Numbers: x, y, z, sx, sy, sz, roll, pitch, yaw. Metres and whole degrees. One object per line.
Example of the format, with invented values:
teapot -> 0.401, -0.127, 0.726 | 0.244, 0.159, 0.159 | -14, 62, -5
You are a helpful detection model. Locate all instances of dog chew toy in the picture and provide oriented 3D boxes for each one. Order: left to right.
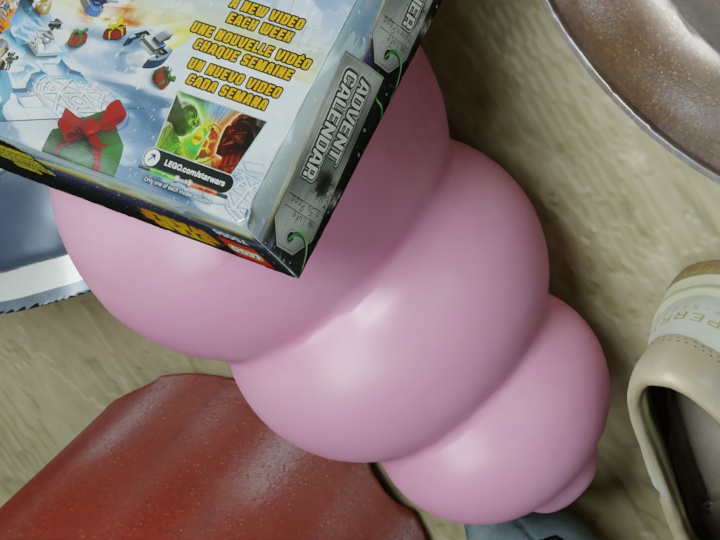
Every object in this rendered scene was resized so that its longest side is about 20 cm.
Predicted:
dog chew toy -> 0.000, 0.000, 0.888 | 0.200, 0.125, 0.124 | 45, 137, -18

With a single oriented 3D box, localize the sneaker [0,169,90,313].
sneaker -> -0.151, -0.027, 1.015 | 0.199, 0.070, 0.082 | -6, 100, 38

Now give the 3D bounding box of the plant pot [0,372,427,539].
plant pot -> -0.078, 0.151, 1.005 | 0.200, 0.195, 0.202 | 19, 133, 21

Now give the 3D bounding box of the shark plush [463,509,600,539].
shark plush -> 0.064, 0.118, 0.905 | 0.090, 0.200, 0.084 | -24, 98, 7

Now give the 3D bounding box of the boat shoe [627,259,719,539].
boat shoe -> 0.132, 0.095, 0.910 | 0.072, 0.065, 0.201 | -3, 123, 36

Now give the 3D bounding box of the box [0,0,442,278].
box -> -0.071, -0.092, 0.822 | 0.199, 0.137, 0.040 | 21, 167, 32

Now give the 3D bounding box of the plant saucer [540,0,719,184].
plant saucer -> 0.118, -0.108, 0.751 | 0.200, 0.032, 0.201 | 24, 130, 32
